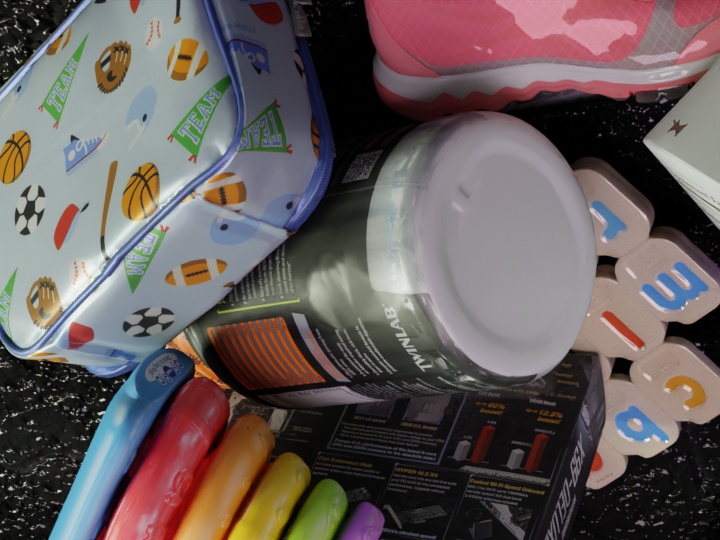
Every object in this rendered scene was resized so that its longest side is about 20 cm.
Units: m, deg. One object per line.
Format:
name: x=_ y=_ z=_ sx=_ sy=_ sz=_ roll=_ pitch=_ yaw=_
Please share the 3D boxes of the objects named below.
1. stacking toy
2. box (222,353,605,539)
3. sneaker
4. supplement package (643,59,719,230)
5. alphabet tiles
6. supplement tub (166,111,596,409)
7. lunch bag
stacking toy: x=-0.031 y=0.128 z=1.024 sx=0.199 sy=0.116 sz=0.110 roll=27 pitch=105 yaw=4
box: x=0.005 y=0.099 z=1.133 sx=0.199 sy=0.158 sz=0.050 roll=6 pitch=132 yaw=18
sneaker: x=0.093 y=-0.122 z=1.016 sx=0.199 sy=0.074 sz=0.087 roll=-10 pitch=128 yaw=14
supplement package: x=0.270 y=-0.038 z=0.974 sx=0.191 sy=0.147 sz=0.200 roll=-46 pitch=119 yaw=0
alphabet tiles: x=0.084 y=0.024 z=1.155 sx=0.196 sy=0.015 sz=0.200 roll=41 pitch=132 yaw=-11
supplement tub: x=0.000 y=0.000 z=1.066 sx=0.200 sy=0.123 sz=0.123 roll=-8 pitch=135 yaw=47
lunch bag: x=-0.097 y=-0.059 z=1.042 sx=0.075 sy=0.161 sz=0.200 roll=18 pitch=134 yaw=-42
